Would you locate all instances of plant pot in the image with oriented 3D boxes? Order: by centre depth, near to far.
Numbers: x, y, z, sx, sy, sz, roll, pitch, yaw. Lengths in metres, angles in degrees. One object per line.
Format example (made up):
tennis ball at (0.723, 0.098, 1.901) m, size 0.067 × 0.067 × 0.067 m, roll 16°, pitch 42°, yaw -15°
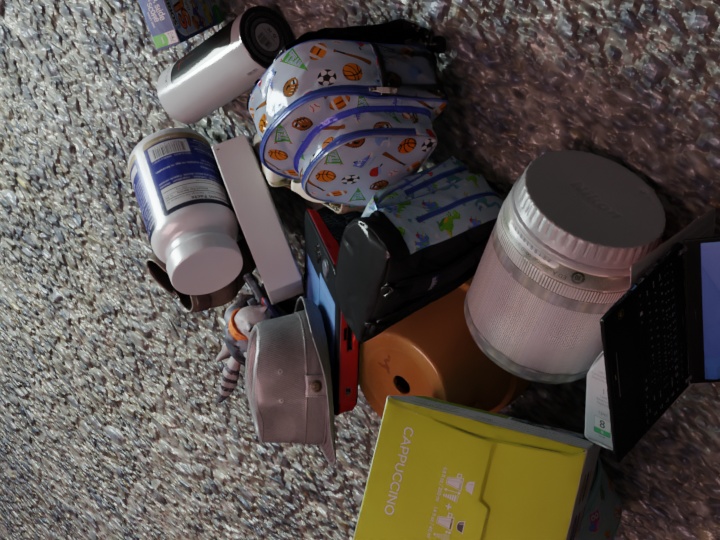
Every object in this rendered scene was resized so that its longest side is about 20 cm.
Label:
plant pot at (0.087, 0.103, 1.347) m, size 0.199 × 0.140 × 0.201 m, roll 24°, pitch 131°, yaw 31°

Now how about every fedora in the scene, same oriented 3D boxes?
fedora at (-0.087, 0.134, 1.352) m, size 0.177 × 0.090 × 0.202 m, roll -129°, pitch 35°, yaw -69°

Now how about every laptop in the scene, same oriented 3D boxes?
laptop at (0.320, 0.071, 1.046) m, size 0.103 × 0.200 × 0.178 m, roll 22°, pitch 138°, yaw 41°

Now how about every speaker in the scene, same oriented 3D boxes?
speaker at (-0.169, -0.249, 1.416) m, size 0.199 × 0.081 × 0.082 m, roll -20°, pitch 101°, yaw 49°

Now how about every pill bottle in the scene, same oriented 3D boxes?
pill bottle at (-0.223, -0.076, 1.477) m, size 0.116 × 0.115 × 0.201 m, roll -62°, pitch 41°, yaw 46°

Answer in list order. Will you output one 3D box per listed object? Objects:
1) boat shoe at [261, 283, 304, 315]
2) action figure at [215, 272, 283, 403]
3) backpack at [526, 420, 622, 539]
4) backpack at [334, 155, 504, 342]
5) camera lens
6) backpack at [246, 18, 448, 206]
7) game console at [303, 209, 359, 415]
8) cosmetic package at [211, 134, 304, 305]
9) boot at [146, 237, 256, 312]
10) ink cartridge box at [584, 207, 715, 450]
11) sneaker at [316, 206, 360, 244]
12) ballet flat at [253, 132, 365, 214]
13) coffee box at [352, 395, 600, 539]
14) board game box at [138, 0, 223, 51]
boat shoe at (-0.069, 0.064, 1.523) m, size 0.199 × 0.072 × 0.071 m, roll 17°, pitch 130°, yaw 39°
action figure at (-0.134, 0.118, 1.508) m, size 0.200 × 0.104 × 0.194 m, roll 54°, pitch 155°, yaw 28°
backpack at (0.191, 0.265, 1.321) m, size 0.199 × 0.176 × 0.154 m, roll 6°, pitch 130°, yaw 38°
backpack at (0.070, -0.034, 1.227) m, size 0.154 × 0.199 × 0.164 m, roll 61°, pitch 154°, yaw 30°
camera lens at (0.201, 0.002, 1.156) m, size 0.160 × 0.160 × 0.201 m, roll 37°, pitch 136°, yaw 21°
backpack at (-0.020, -0.160, 1.228) m, size 0.200 × 0.189 × 0.155 m, roll 125°, pitch 143°, yaw -46°
game console at (-0.041, 0.052, 1.365) m, size 0.177 × 0.031 × 0.201 m, roll -124°, pitch 31°, yaw -53°
cosmetic package at (-0.128, -0.064, 1.453) m, size 0.083 × 0.050 × 0.201 m, roll 84°, pitch 165°, yaw -79°
boot at (-0.231, -0.039, 1.557) m, size 0.200 × 0.146 × 0.070 m, roll 46°, pitch 141°, yaw 12°
ink cartridge box at (0.279, 0.052, 1.112) m, size 0.050 × 0.160 × 0.201 m, roll 18°, pitch 124°, yaw 39°
sneaker at (0.000, 0.000, 1.386) m, size 0.200 × 0.070 × 0.083 m, roll -124°, pitch 26°, yaw -51°
ballet flat at (-0.074, -0.122, 1.414) m, size 0.199 × 0.067 × 0.069 m, roll 24°, pitch 129°, yaw 32°
coffee box at (0.115, 0.243, 1.144) m, size 0.198 × 0.198 × 0.201 m, roll 13°, pitch 88°, yaw 16°
board game box at (-0.235, -0.373, 1.357) m, size 0.034 × 0.135 × 0.201 m, roll -13°, pitch 109°, yaw 22°
